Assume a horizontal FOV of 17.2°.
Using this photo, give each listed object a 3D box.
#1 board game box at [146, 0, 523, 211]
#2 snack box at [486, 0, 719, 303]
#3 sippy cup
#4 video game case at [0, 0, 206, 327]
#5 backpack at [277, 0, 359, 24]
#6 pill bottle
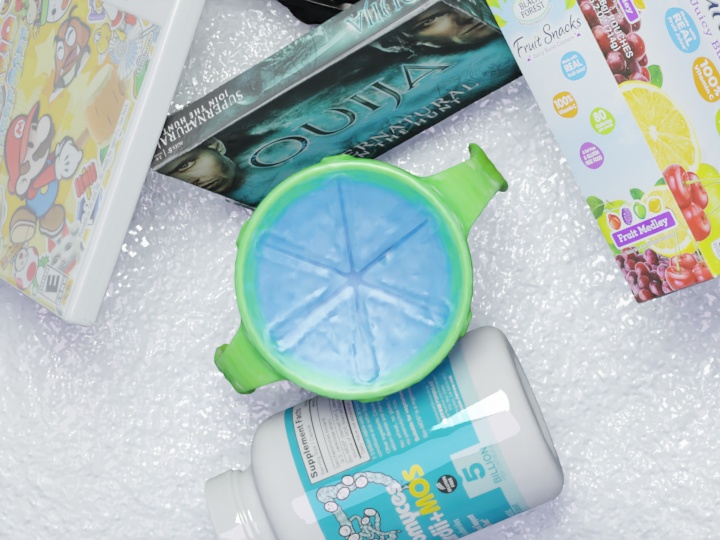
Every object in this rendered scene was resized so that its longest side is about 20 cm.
[{"bbox_3d":[-0.008,-0.099,1.348,0.199,0.135,0.028,-29,67,23],"label":"board game box"},{"bbox_3d":[0.180,-0.107,1.344,0.068,0.168,0.201,-22,96,48],"label":"snack box"},{"bbox_3d":[0.000,0.000,1.383,0.177,0.130,0.140,-3,95,4],"label":"sippy cup"},{"bbox_3d":[-0.175,-0.089,1.378,0.023,0.182,0.201,14,99,-40],"label":"video game case"},{"bbox_3d":[-0.031,-0.217,1.347,0.190,0.200,0.155,26,84,-2],"label":"backpack"},{"bbox_3d":[0.012,0.118,1.404,0.199,0.111,0.111,-23,94,6],"label":"pill bottle"}]
